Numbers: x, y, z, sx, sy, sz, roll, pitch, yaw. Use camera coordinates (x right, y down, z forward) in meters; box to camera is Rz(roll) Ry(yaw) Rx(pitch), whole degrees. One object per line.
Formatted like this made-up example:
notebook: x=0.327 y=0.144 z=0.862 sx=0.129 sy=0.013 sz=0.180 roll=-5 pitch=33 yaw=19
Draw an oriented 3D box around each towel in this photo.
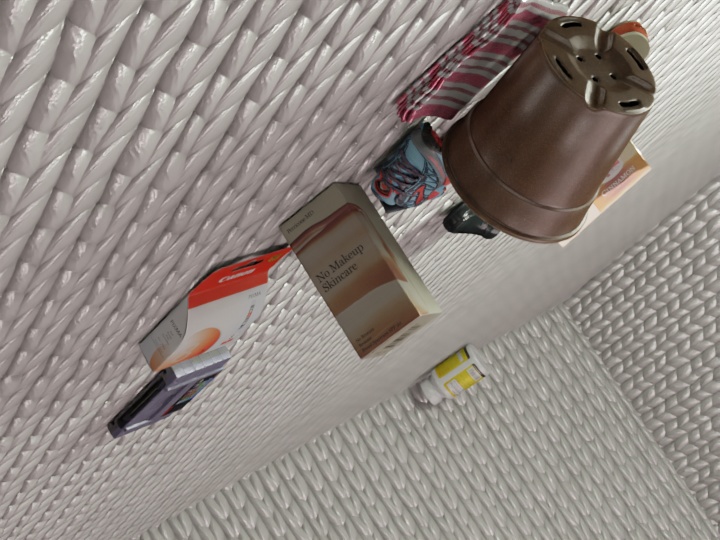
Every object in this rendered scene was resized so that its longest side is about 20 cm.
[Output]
towel: x=0.140 y=-0.236 z=1.438 sx=0.200 sy=0.030 sz=0.146 roll=-40 pitch=167 yaw=28

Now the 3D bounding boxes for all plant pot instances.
plant pot: x=0.223 y=-0.170 z=1.460 sx=0.200 sy=0.201 sz=0.199 roll=-23 pitch=157 yaw=-40

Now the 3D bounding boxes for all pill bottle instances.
pill bottle: x=0.285 y=0.323 z=3.890 sx=0.199 sy=0.112 sz=0.111 roll=-35 pitch=168 yaw=11

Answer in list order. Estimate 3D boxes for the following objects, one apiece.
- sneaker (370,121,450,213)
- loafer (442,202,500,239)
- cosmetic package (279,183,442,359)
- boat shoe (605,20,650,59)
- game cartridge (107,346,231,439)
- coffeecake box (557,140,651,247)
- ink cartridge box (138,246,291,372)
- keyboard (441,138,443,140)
sneaker: x=0.062 y=-0.115 z=1.599 sx=0.095 sy=0.080 sz=0.200 roll=-29 pitch=168 yaw=-10
loafer: x=0.206 y=-0.087 z=2.115 sx=0.068 sy=0.071 sz=0.200 roll=-41 pitch=166 yaw=33
cosmetic package: x=0.000 y=0.000 z=1.595 sx=0.103 sy=0.201 sz=0.087 roll=-38 pitch=166 yaw=19
boat shoe: x=0.286 y=-0.259 z=1.661 sx=0.199 sy=0.071 sz=0.063 roll=-32 pitch=-152 yaw=21
game cartridge: x=-0.296 y=0.191 z=1.986 sx=0.129 sy=0.039 sz=0.200 roll=-13 pitch=157 yaw=-49
coffeecake box: x=0.268 y=-0.143 z=1.684 sx=0.153 sy=0.073 sz=0.200 roll=-41 pitch=-151 yaw=7
ink cartridge box: x=-0.180 y=0.051 z=1.690 sx=0.200 sy=0.050 sz=0.162 roll=-39 pitch=168 yaw=38
keyboard: x=0.172 y=-0.187 z=1.750 sx=0.127 sy=0.021 sz=0.200 roll=-37 pitch=169 yaw=16
